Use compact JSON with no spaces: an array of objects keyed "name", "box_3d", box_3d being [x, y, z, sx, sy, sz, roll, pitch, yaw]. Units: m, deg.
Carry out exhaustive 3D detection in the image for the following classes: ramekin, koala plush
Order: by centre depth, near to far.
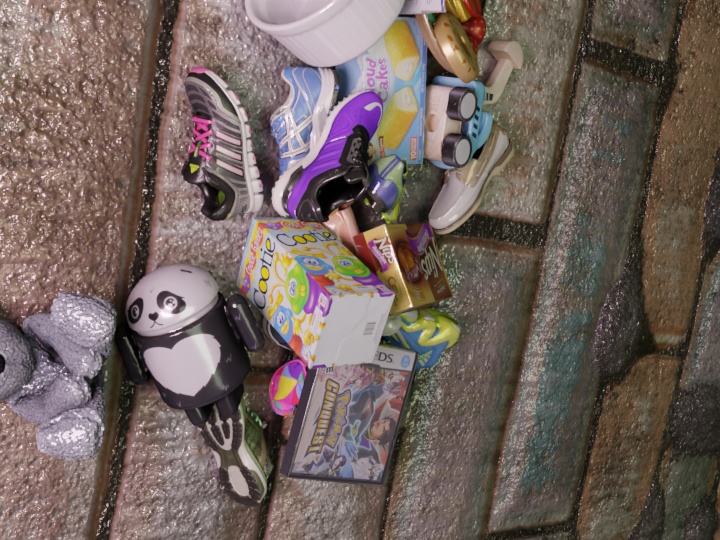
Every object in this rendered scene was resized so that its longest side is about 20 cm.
[{"name":"koala plush","box_3d":[-0.383,0.105,1.080,0.197,0.184,0.180,6,90,-18]},{"name":"ramekin","box_3d":[-0.036,-0.348,1.186,0.098,0.199,0.202,39,78,-46]}]

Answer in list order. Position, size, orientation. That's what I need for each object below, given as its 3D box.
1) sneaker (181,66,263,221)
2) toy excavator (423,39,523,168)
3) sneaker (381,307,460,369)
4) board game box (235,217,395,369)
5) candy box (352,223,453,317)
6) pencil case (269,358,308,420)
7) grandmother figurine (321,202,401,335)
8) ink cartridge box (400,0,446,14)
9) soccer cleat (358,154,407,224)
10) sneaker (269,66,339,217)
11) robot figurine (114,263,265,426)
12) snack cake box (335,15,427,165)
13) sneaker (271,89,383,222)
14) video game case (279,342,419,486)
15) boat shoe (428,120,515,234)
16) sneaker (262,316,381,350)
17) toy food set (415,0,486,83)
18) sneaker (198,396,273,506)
[{"name":"sneaker","box_3d":[-0.183,-0.147,1.199,0.087,0.073,0.202,-35,127,-33]},{"name":"toy excavator","box_3d":[0.163,-0.250,1.445,0.199,0.099,0.198,-7,107,-51]},{"name":"sneaker","box_3d":[0.059,0.098,1.459,0.198,0.076,0.106,20,101,-29]},{"name":"board game box","box_3d":[-0.062,0.023,1.247,0.102,0.200,0.106,-2,121,-37]},{"name":"candy box","box_3d":[0.064,-0.003,1.361,0.200,0.056,0.118,-6,77,-67]},{"name":"pencil case","box_3d":[-0.041,0.195,1.397,0.199,0.088,0.089,31,83,-42]},{"name":"grandmother figurine","box_3d":[0.000,0.000,1.351,0.121,0.060,0.202,-31,99,-36]},{"name":"ink cartridge box","box_3d":[0.053,-0.428,1.227,0.040,0.199,0.203,-14,111,-34]},{"name":"soccer cleat","box_3d":[0.040,-0.113,1.323,0.065,0.200,0.084,41,92,5]},{"name":"sneaker","box_3d":[-0.087,-0.172,1.283,0.076,0.076,0.203,12,98,-14]},{"name":"robot figurine","box_3d":[-0.211,0.091,1.205,0.149,0.124,0.202,-30,113,-26]},{"name":"snack cake box","box_3d":[0.027,-0.247,1.342,0.114,0.067,0.203,-9,108,-37]},{"name":"sneaker","box_3d":[-0.016,-0.135,1.223,0.201,0.099,0.070,-54,139,-14]},{"name":"video game case","box_3d":[-0.011,0.195,1.354,0.179,0.025,0.203,16,90,-41]},{"name":"boat shoe","box_3d":[0.157,-0.145,1.475,0.069,0.074,0.201,51,62,-31]},{"name":"sneaker","box_3d":[-0.042,0.092,1.376,0.198,0.079,0.079,19,91,-38]},{"name":"toy food set","box_3d":[0.123,-0.364,1.341,0.200,0.048,0.200,66,30,-17]},{"name":"sneaker","box_3d":[-0.165,0.219,1.336,0.089,0.076,0.203,-47,132,-57]}]
